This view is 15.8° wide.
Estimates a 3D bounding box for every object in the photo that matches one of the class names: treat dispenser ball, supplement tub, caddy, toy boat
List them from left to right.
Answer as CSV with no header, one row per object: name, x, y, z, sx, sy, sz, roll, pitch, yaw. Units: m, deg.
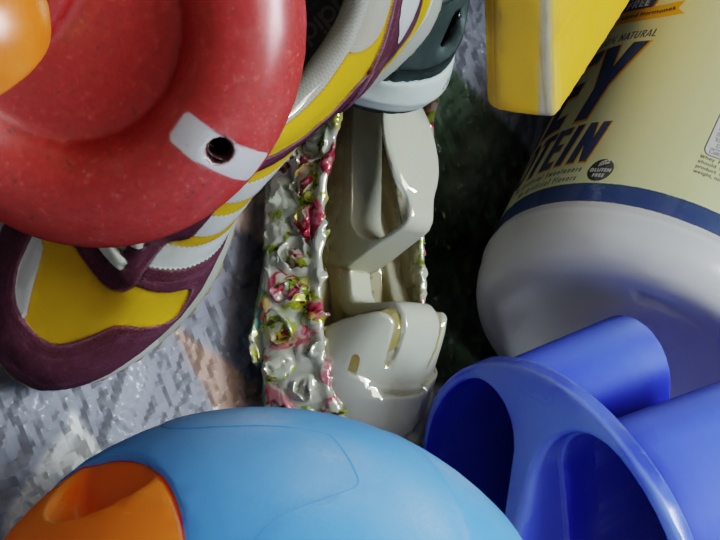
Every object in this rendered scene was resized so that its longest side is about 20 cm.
toy boat,-0.107,-0.077,0.691,0.200,0.131,0.131,30,20,-21
treat dispenser ball,-0.030,0.143,0.793,0.201,0.201,0.201,9,76,-39
caddy,0.087,0.115,0.916,0.105,0.141,0.200,-25,122,-31
supplement tub,0.144,-0.040,1.011,0.145,0.145,0.200,43,57,-26

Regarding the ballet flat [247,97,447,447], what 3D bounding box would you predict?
ballet flat,0.000,0.000,0.936,0.076,0.064,0.201,3,80,-42

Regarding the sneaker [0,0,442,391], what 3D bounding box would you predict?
sneaker,-0.060,-0.041,0.820,0.075,0.200,0.090,42,12,10

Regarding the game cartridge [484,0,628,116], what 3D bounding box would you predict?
game cartridge,0.082,-0.184,0.923,0.176,0.032,0.200,-55,147,-48

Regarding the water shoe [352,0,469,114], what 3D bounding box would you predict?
water shoe,0.015,-0.147,0.925,0.071,0.079,0.200,8,49,-18
